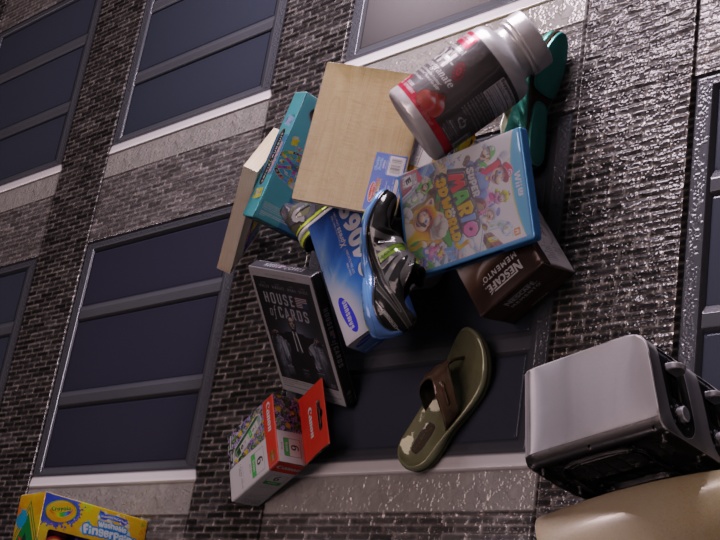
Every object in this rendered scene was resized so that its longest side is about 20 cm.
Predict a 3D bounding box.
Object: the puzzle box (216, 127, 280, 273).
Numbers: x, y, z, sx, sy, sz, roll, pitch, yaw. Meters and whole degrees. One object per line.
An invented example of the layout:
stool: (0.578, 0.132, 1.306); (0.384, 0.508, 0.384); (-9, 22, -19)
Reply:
puzzle box: (-0.169, -0.107, 1.992); (0.133, 0.025, 0.201); (-62, -7, -54)

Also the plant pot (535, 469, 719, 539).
plant pot: (0.307, 0.287, 1.282); (0.199, 0.187, 0.188); (-31, 48, 14)

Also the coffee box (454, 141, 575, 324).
coffee box: (0.170, -0.047, 1.633); (0.113, 0.080, 0.201); (-43, 56, 26)

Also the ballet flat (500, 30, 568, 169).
ballet flat: (0.223, -0.230, 1.715); (0.070, 0.067, 0.202); (4, 74, 40)

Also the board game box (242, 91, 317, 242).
board game box: (-0.067, -0.142, 1.916); (0.047, 0.150, 0.201); (14, 79, 63)

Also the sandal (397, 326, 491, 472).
sandal: (0.103, 0.166, 1.641); (0.080, 0.057, 0.202); (32, 94, 50)

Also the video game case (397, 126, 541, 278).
video game case: (0.132, -0.080, 1.607); (0.199, 0.018, 0.144); (-19, 69, 39)

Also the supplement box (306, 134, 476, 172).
supplement box: (0.044, -0.183, 1.788); (0.199, 0.110, 0.110); (19, 81, 20)

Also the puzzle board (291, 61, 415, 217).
puzzle board: (0.001, -0.177, 1.732); (0.149, 0.017, 0.202); (11, 79, 17)

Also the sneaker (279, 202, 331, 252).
sneaker: (-0.034, -0.115, 1.865); (0.081, 0.074, 0.200); (43, 61, 15)

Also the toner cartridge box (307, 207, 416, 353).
toner cartridge box: (0.000, 0.000, 1.716); (0.095, 0.043, 0.201); (-38, 53, 26)

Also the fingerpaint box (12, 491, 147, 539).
fingerpaint box: (-0.434, 0.444, 1.962); (0.073, 0.199, 0.168); (-14, 59, 41)

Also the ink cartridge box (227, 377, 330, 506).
ink cartridge box: (-0.119, 0.241, 1.819); (0.200, 0.050, 0.110); (-45, 42, 40)

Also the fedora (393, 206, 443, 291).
fedora: (0.052, -0.027, 1.774); (0.199, 0.090, 0.178); (26, 91, 43)

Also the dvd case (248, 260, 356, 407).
dvd case: (-0.083, 0.088, 1.811); (0.150, 0.025, 0.202); (9, 121, 50)

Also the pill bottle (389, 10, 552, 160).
pill bottle: (0.144, -0.242, 1.649); (0.199, 0.111, 0.111); (-36, 43, 1)

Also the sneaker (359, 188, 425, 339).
sneaker: (0.041, -0.008, 1.627); (0.082, 0.071, 0.201); (-5, 64, 5)

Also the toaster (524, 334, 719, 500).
toaster: (0.280, 0.170, 1.357); (0.199, 0.180, 0.120); (-24, 50, 36)
